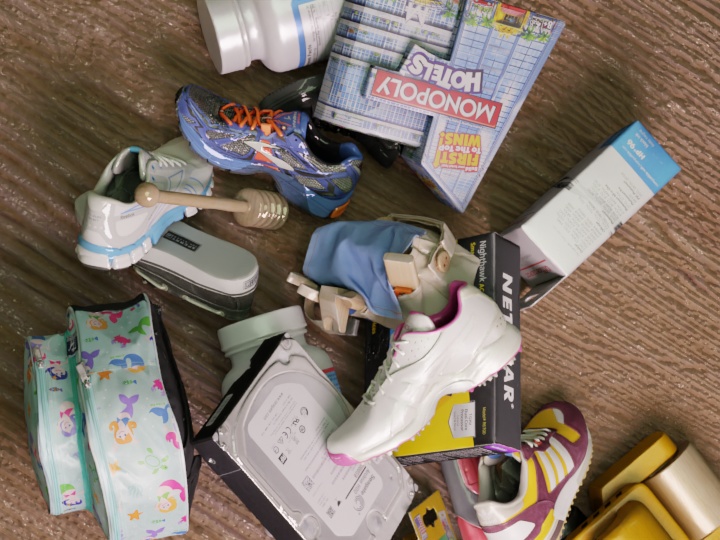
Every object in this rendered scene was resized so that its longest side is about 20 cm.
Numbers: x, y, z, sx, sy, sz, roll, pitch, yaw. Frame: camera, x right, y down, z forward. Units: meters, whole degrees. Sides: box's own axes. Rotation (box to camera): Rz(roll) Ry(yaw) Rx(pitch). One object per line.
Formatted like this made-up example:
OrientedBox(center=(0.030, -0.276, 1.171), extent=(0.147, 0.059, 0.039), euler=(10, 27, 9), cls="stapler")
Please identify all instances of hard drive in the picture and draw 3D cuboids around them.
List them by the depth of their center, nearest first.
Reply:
OrientedBox(center=(-0.044, 0.172, 1.477), extent=(0.200, 0.038, 0.140), euler=(52, 47, -18), cls="hard drive")

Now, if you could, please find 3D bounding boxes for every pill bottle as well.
OrientedBox(center=(-0.066, 0.140, 1.572), extent=(0.108, 0.109, 0.201), euler=(-16, 86, -11), cls="pill bottle")
OrientedBox(center=(-0.051, -0.255, 1.618), extent=(0.200, 0.112, 0.113), euler=(-17, 87, -11), cls="pill bottle")

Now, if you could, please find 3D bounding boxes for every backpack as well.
OrientedBox(center=(-0.216, 0.141, 1.481), extent=(0.150, 0.178, 0.200), euler=(-14, 48, -17), cls="backpack")

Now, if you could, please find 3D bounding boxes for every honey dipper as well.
OrientedBox(center=(-0.137, -0.064, 1.551), extent=(0.038, 0.200, 0.038), euler=(-3, 85, 32), cls="honey dipper")

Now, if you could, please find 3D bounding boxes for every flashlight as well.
OrientedBox(center=(0.112, 0.194, 1.619), extent=(0.068, 0.068, 0.201), euler=(-11, 84, -37), cls="flashlight")

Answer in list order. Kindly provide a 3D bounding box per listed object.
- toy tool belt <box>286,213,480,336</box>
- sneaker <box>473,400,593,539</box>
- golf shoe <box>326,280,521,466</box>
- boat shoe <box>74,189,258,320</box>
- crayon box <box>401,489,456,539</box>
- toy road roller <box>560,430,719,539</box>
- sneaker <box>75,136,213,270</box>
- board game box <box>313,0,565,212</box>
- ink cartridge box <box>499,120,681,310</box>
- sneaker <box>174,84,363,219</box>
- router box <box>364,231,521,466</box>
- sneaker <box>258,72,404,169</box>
OrientedBox(center=(0.000, 0.000, 1.539), extent=(0.123, 0.200, 0.125), euler=(24, 75, -47), cls="toy tool belt")
OrientedBox(center=(0.159, 0.177, 1.576), extent=(0.090, 0.075, 0.200), euler=(55, 35, -26), cls="sneaker")
OrientedBox(center=(0.042, 0.088, 1.466), extent=(0.200, 0.075, 0.092), euler=(-38, 109, -9), cls="golf shoe")
OrientedBox(center=(-0.186, -0.012, 1.578), extent=(0.200, 0.064, 0.071), euler=(27, 41, 21), cls="boat shoe")
OrientedBox(center=(0.073, 0.314, 1.564), extent=(0.051, 0.126, 0.200), euler=(-21, 87, 15), cls="crayon box")
OrientedBox(center=(0.274, 0.253, 1.597), extent=(0.200, 0.146, 0.123), euler=(-39, 91, -11), cls="toy road roller")
OrientedBox(center=(-0.192, -0.084, 1.546), extent=(0.075, 0.087, 0.200), euler=(15, 37, 16), cls="sneaker")
OrientedBox(center=(0.068, -0.165, 1.583), extent=(0.200, 0.062, 0.200), euler=(12, 99, -20), cls="board game box")
OrientedBox(center=(0.203, -0.049, 1.635), extent=(0.200, 0.116, 0.068), euler=(-42, 91, -12), cls="ink cartridge box")
OrientedBox(center=(-0.084, -0.128, 1.597), extent=(0.200, 0.078, 0.075), euler=(25, 39, -19), cls="sneaker")
OrientedBox(center=(0.075, 0.076, 1.571), extent=(0.051, 0.149, 0.201), euler=(23, 62, -50), cls="router box")
OrientedBox(center=(0.009, -0.146, 1.642), extent=(0.199, 0.060, 0.104), euler=(-17, 84, -14), cls="sneaker")
